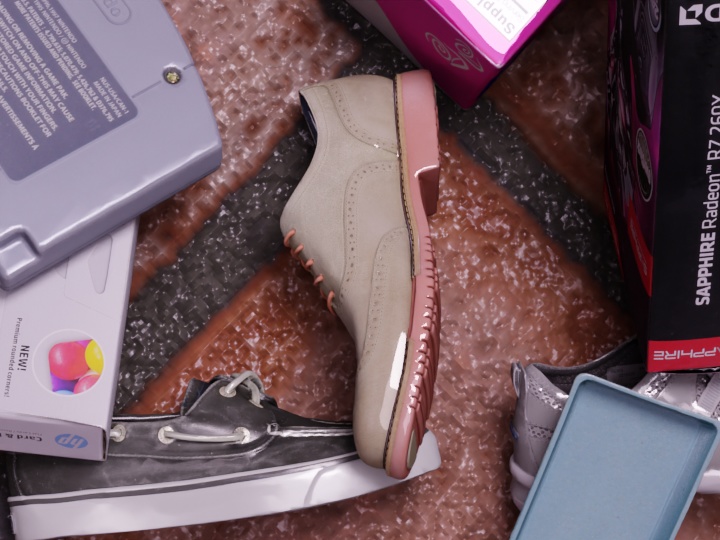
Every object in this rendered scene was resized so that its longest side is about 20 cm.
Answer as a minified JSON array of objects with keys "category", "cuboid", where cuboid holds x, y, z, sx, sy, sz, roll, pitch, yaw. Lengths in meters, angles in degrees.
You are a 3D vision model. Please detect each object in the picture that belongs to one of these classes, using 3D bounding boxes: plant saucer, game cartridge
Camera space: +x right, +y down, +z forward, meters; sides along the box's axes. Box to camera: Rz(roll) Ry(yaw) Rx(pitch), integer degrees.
[{"category":"plant saucer","cuboid":[0.094,0.142,0.750,0.069,0.019,0.202,19,109,-3]},{"category":"game cartridge","cuboid":[-0.156,-0.101,0.744,0.133,0.042,0.201,-30,73,-26]}]

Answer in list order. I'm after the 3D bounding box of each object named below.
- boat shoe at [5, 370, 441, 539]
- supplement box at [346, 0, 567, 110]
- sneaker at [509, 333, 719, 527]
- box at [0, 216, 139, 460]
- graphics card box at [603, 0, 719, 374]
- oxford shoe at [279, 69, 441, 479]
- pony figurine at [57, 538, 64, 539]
[{"category":"boat shoe","cuboid":[-0.063,0.079,0.752,0.198,0.071,0.064,-7,87,-4]},{"category":"supplement box","cuboid":[0.085,-0.187,0.773,0.103,0.101,0.200,43,83,0]},{"category":"sneaker","cuboid":[0.162,0.057,0.762,0.198,0.075,0.083,-15,110,-6]},{"category":"box","cuboid":[-0.201,-0.005,0.733,0.198,0.041,0.157,6,61,-5]},{"category":"graphics card box","cuboid":[0.137,-0.070,0.703,0.050,0.201,0.126,-4,41,1]},{"category":"oxford shoe","cuboid":[0.000,0.000,0.752,0.073,0.071,0.202,0,59,1]},{"category":"pony figurine","cuboid":[-0.097,0.220,0.690,0.165,0.192,0.202,8,83,-38]}]
